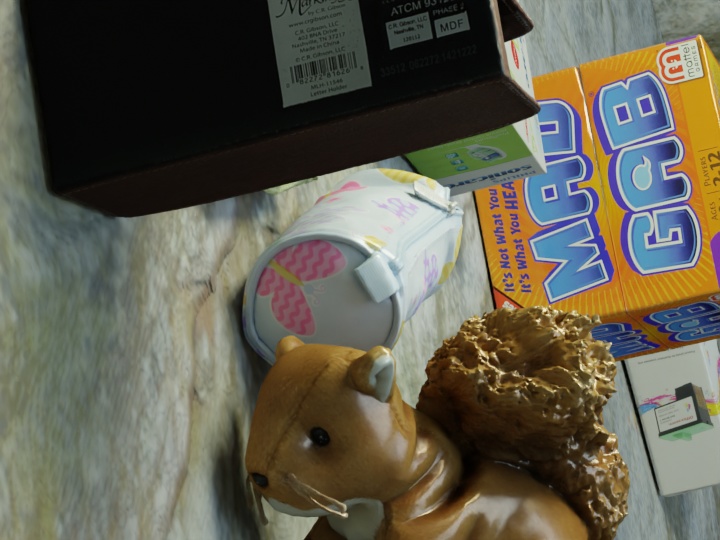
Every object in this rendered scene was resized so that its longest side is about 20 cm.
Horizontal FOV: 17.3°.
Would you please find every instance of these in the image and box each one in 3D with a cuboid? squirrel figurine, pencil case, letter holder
[{"bbox_3d":[0.036,0.095,1.154,0.187,0.200,0.141,55,-20,-18],"label":"squirrel figurine"},{"bbox_3d":[0.000,0.000,1.267,0.200,0.090,0.084,-44,120,-72],"label":"pencil case"},{"bbox_3d":[-0.024,-0.091,1.035,0.142,0.199,0.101,30,49,-71],"label":"letter holder"}]

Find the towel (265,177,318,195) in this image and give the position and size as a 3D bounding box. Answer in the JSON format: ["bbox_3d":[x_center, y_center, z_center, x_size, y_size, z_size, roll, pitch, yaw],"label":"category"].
[{"bbox_3d":[-0.068,-0.137,1.238,0.148,0.036,0.201,-9,87,-75],"label":"towel"}]

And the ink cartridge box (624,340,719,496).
[{"bbox_3d":[0.326,0.109,2.414,0.145,0.084,0.201,-59,135,-70],"label":"ink cartridge box"}]

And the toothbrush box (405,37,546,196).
[{"bbox_3d":[0.057,-0.156,1.633,0.200,0.086,0.146,47,33,-65],"label":"toothbrush box"}]

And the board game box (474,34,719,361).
[{"bbox_3d":[0.212,-0.047,1.892,0.200,0.199,0.201,31,47,-70],"label":"board game box"}]
